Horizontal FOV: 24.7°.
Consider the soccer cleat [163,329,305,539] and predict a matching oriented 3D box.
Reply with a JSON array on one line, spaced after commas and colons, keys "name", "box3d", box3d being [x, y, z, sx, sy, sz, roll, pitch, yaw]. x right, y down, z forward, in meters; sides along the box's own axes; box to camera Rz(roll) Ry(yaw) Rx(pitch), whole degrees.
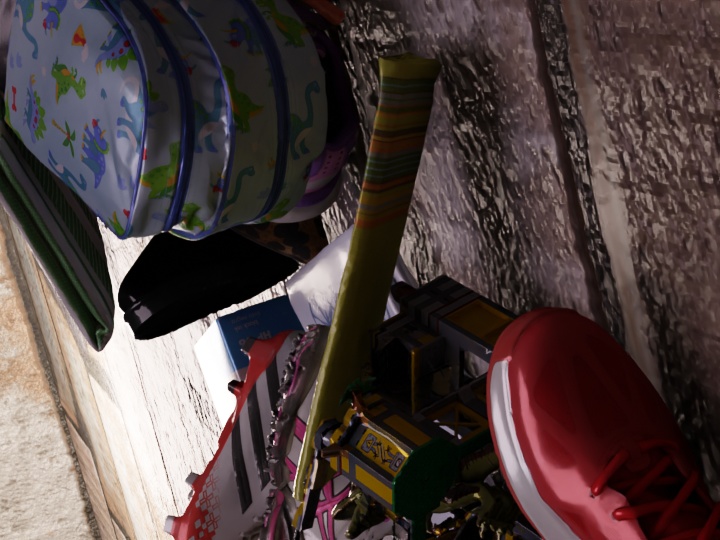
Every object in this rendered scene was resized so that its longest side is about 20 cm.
[{"name": "soccer cleat", "box3d": [-0.062, 0.136, 1.049, 0.200, 0.085, 0.069, -68, -16, 1]}]

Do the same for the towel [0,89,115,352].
[{"name": "towel", "box3d": [-0.189, -0.058, 0.959, 0.153, 0.023, 0.200, 63, -179, -34]}]

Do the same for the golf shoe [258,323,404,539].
[{"name": "golf shoe", "box3d": [-0.011, 0.117, 0.969, 0.073, 0.092, 0.200, -77, -6, -57]}]

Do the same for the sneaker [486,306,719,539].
[{"name": "sneaker", "box3d": [0.127, 0.097, 0.593, 0.200, 0.078, 0.116, 60, 155, -4]}]

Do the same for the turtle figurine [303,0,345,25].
[{"name": "turtle figurine", "box3d": [-0.030, -0.215, 0.750, 0.200, 0.064, 0.161, 62, 160, -9]}]

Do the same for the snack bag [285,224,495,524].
[{"name": "snack bag", "box3d": [0.025, 0.074, 0.934, 0.200, 0.021, 0.189, 63, 162, 3]}]

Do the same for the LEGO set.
[{"name": "LEGO set", "box3d": [0.023, 0.099, 0.743, 0.116, 0.154, 0.200, 30, 143, 40]}]

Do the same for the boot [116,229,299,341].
[{"name": "boot", "box3d": [-0.126, -0.049, 1.058, 0.163, 0.073, 0.198, 59, -156, 4]}]

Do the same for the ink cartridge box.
[{"name": "ink cartridge box", "box3d": [-0.046, 0.126, 1.144, 0.116, 0.068, 0.200, 135, 116, -72]}]

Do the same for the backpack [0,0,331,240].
[{"name": "backpack", "box3d": [-0.103, -0.099, 0.829, 0.200, 0.154, 0.163, 36, 125, 21]}]

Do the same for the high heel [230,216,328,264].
[{"name": "high heel", "box3d": [-0.061, -0.106, 0.995, 0.200, 0.071, 0.143, 49, 129, 6]}]

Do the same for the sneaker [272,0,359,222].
[{"name": "sneaker", "box3d": [-0.054, -0.129, 0.907, 0.200, 0.080, 0.088, 66, 156, 4]}]

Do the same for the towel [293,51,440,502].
[{"name": "towel", "box3d": [0.000, 0.000, 0.745, 0.086, 0.018, 0.200, -24, -53, -74]}]
